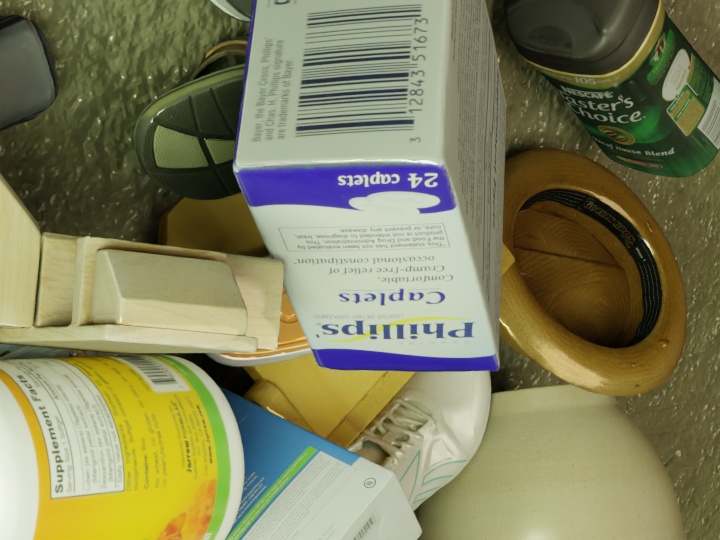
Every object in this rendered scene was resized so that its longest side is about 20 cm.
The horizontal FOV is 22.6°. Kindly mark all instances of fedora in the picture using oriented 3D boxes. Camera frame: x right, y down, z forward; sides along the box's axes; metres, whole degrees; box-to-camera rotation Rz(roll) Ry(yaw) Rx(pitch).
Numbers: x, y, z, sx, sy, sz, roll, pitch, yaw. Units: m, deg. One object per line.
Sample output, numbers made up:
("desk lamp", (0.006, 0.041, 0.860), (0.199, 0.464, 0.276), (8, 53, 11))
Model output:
("fedora", (0.143, 0.011, 1.291), (0.200, 0.082, 0.201), (17, 58, -30))

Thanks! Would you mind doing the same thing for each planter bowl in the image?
("planter bowl", (0.133, 0.153, 1.308), (0.200, 0.200, 0.135), (4, 78, -51))

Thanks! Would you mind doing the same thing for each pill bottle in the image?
("pill bottle", (-0.161, 0.098, 0.849), (0.200, 0.111, 0.112), (1, 107, -48))

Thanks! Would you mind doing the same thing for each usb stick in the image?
("usb stick", (-0.232, -0.069, 0.873), (0.200, 0.033, 0.056), (-31, 126, -37))

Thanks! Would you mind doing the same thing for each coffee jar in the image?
("coffee jar", (0.184, -0.147, 1.277), (0.200, 0.104, 0.086), (40, 73, -50))

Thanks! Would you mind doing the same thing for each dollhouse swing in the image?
("dollhouse swing", (-0.038, 0.015, 1.144), (0.200, 0.176, 0.182), (-47, 179, -25))

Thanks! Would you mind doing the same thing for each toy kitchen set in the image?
("toy kitchen set", (-0.117, -0.054, 0.820), (0.199, 0.163, 0.181), (7, 85, -30))

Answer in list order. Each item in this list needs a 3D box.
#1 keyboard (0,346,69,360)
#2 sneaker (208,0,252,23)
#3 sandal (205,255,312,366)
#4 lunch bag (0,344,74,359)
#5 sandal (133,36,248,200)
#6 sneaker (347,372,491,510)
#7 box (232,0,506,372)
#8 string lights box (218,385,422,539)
("keyboard", (-0.172, 0.132, 0.948), (0.056, 0.011, 0.201), (-22, 121, -42))
("sneaker", (-0.049, -0.204, 0.960), (0.075, 0.115, 0.200), (-50, 138, -25))
("sandal", (0.002, 0.008, 1.048), (0.206, 0.059, 0.079), (-19, 87, -27))
("lunch bag", (-0.219, 0.075, 0.926), (0.160, 0.075, 0.200), (-55, 141, -20))
("sandal", (-0.062, -0.103, 1.044), (0.201, 0.057, 0.080), (-35, 142, -44))
("sneaker", (0.023, 0.130, 1.224), (0.201, 0.070, 0.080), (-56, 154, -11))
("box", (0.013, -0.071, 0.939), (0.200, 0.104, 0.185), (70, 21, -55))
("string lights box", (-0.076, 0.130, 1.018), (0.103, 0.200, 0.059), (-47, 137, -23))
